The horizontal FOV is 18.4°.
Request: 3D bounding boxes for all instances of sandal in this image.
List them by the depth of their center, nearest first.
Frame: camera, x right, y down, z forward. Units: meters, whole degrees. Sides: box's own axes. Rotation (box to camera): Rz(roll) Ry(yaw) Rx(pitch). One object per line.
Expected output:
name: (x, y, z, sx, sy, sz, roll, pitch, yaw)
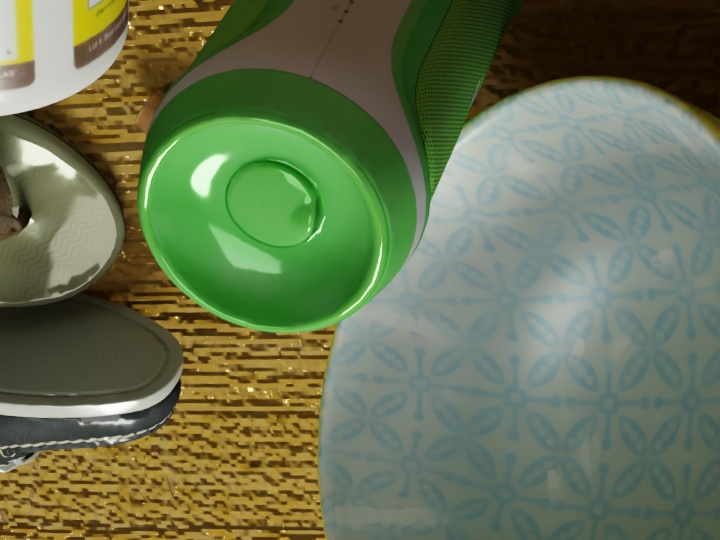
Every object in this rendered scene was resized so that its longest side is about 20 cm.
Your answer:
sandal: (-0.172, -0.032, 0.804, 0.201, 0.057, 0.080, 26, 106, -39)

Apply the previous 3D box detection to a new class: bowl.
bowl: (0.089, 0.048, 0.690, 0.108, 0.200, 0.200, 13, 137, -38)

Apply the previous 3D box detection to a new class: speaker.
speaker: (-0.002, -0.066, 0.683, 0.088, 0.200, 0.089, 8, 125, 12)

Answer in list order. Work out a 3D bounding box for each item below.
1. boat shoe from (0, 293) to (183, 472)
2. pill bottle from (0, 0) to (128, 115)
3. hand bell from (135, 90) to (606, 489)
boat shoe: (-0.156, 0.049, 0.894, 0.200, 0.076, 0.060, 7, 125, 27)
pill bottle: (-0.130, -0.158, 0.718, 0.109, 0.109, 0.200, 11, 125, 10)
hand bell: (0.000, 0.000, 0.817, 0.200, 0.104, 0.104, 39, 127, 6)
